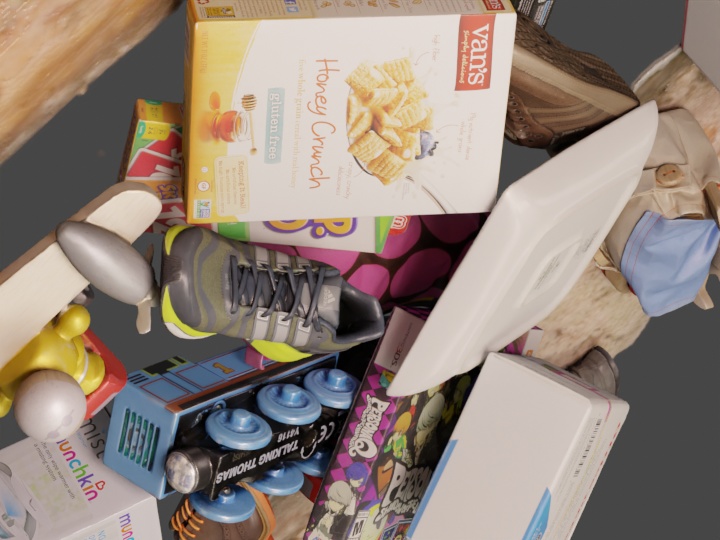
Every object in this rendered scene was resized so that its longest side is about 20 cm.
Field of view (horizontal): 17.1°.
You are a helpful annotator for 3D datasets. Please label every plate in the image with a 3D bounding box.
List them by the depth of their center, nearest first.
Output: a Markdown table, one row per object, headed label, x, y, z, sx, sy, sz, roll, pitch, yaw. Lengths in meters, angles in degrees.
| label | x | y | z | sx | sy | sz | roll | pitch | yaw |
| --- | --- | --- | --- | --- | --- | --- | --- | --- | --- |
| plate | 0.118 | -0.008 | 1.611 | 0.200 | 0.032 | 0.200 | -31 | 156 | -48 |

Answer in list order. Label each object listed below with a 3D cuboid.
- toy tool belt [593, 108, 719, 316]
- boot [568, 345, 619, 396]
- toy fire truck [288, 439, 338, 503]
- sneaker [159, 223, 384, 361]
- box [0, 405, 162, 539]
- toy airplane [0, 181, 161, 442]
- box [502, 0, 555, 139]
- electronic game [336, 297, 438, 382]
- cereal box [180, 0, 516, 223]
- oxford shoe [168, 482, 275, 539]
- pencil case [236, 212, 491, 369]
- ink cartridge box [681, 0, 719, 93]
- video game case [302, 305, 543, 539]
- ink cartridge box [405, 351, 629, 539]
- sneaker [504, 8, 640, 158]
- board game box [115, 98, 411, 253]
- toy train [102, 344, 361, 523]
| label | x | y | z | sx | sy | sz | roll | pitch | yaw |
| --- | --- | --- | --- | --- | --- | --- | --- | --- | --- |
| toy tool belt | 0.239 | -0.020 | 1.841 | 0.124 | 0.123 | 0.201 | -25 | 147 | -18 |
| boot | 0.153 | 0.159 | 2.046 | 0.131 | 0.070 | 0.201 | -20 | 149 | -34 |
| toy fire truck | 0.013 | 0.154 | 1.857 | 0.199 | 0.049 | 0.141 | -12 | 147 | -42 |
| sneaker | -0.056 | 0.012 | 1.504 | 0.080 | 0.074 | 0.200 | -4 | 170 | 31 |
| box | -0.234 | 0.216 | 1.715 | 0.176 | 0.097 | 0.201 | -23 | 145 | -17 |
| toy airplane | -0.216 | 0.043 | 1.464 | 0.198 | 0.141 | 0.201 | -16 | 143 | -29 |
| box | 0.025 | -0.122 | 1.578 | 0.192 | 0.048 | 0.201 | -14 | 142 | -29 |
| electronic game | 0.013 | 0.069 | 1.814 | 0.199 | 0.042 | 0.201 | -25 | 146 | -18 |
| cereal box | -0.009 | -0.100 | 1.462 | 0.199 | 0.040 | 0.145 | -3 | 124 | -10 |
| oxford shoe | -0.109 | 0.187 | 1.824 | 0.073 | 0.071 | 0.201 | -23 | 146 | -11 |
| pencil case | 0.000 | 0.000 | 1.672 | 0.199 | 0.091 | 0.094 | -16 | 108 | -27 |
| ink cartridge box | 0.337 | -0.220 | 1.716 | 0.199 | 0.084 | 0.146 | -27 | 147 | -15 |
| video game case | 0.048 | 0.117 | 1.730 | 0.200 | 0.036 | 0.182 | 7 | 106 | -62 |
| ink cartridge box | 0.116 | 0.141 | 1.701 | 0.145 | 0.084 | 0.200 | -65 | 165 | 3 |
| sneaker | 0.116 | -0.113 | 1.570 | 0.076 | 0.071 | 0.200 | -47 | 149 | 16 |
| board game box | -0.054 | -0.058 | 1.530 | 0.199 | 0.030 | 0.096 | 3 | 135 | -17 |
| toy train | -0.082 | 0.103 | 1.660 | 0.200 | 0.114 | 0.087 | -21 | 132 | -50 |
